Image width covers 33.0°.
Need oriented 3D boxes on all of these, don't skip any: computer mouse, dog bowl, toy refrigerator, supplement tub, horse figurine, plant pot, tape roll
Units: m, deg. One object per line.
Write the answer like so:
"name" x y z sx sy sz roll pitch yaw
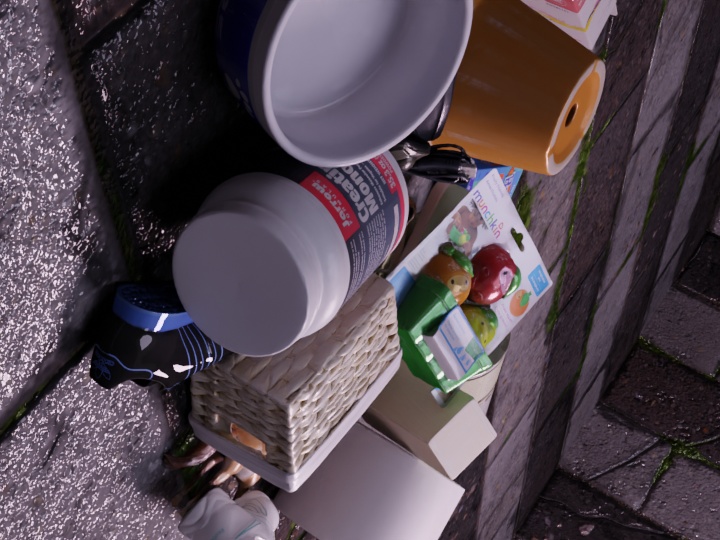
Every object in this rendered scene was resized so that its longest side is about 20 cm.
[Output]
"computer mouse" 0.054 -0.175 1.156 0.053 0.136 0.203 -71 169 -64
"dog bowl" -0.012 -0.187 0.947 0.198 0.079 0.202 -26 139 -25
"toy refrigerator" 0.067 0.166 1.420 0.076 0.199 0.070 -42 118 -15
"supplement tub" -0.054 -0.031 1.013 0.200 0.139 0.142 -47 156 -55
"horse figurine" -0.138 0.203 1.262 0.133 0.050 0.200 -51 160 -10
"plant pot" 0.144 -0.192 1.254 0.201 0.182 0.202 -49 156 -31
"tape roll" 0.010 0.275 1.490 0.140 0.201 0.203 -59 159 -6

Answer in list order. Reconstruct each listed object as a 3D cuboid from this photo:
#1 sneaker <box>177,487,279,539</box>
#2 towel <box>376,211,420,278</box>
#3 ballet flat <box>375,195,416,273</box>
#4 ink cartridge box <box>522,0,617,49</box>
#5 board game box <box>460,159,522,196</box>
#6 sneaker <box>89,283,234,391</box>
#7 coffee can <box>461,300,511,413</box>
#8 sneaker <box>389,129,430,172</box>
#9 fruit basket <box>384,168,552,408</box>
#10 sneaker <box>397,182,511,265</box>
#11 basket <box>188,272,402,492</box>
"sneaker" -0.120 0.275 1.249 0.071 0.080 0.200 -49 163 2
"towel" 0.022 0.026 1.442 0.148 0.036 0.202 -14 129 -65
"ballet flat" 0.000 0.000 1.312 0.068 0.067 0.202 18 99 -61
"ink cartridge box" 0.219 -0.316 1.374 0.068 0.115 0.200 -63 159 0
"board game box" 0.137 -0.074 1.580 0.199 0.045 0.154 -17 131 -63
"sneaker" -0.154 0.059 1.027 0.199 0.070 0.079 8 111 -61
"coffee can" 0.110 0.125 1.589 0.147 0.145 0.201 -49 162 -30
"sneaker" -0.007 -0.089 1.127 0.076 0.113 0.202 -27 142 -53
"fruit basket" 0.119 0.024 1.309 0.200 0.093 0.186 -41 127 -12
"sneaker" 0.103 0.010 1.394 0.203 0.117 0.074 -67 162 6
"basket" -0.061 0.085 1.179 0.200 0.134 0.124 -47 153 -35
